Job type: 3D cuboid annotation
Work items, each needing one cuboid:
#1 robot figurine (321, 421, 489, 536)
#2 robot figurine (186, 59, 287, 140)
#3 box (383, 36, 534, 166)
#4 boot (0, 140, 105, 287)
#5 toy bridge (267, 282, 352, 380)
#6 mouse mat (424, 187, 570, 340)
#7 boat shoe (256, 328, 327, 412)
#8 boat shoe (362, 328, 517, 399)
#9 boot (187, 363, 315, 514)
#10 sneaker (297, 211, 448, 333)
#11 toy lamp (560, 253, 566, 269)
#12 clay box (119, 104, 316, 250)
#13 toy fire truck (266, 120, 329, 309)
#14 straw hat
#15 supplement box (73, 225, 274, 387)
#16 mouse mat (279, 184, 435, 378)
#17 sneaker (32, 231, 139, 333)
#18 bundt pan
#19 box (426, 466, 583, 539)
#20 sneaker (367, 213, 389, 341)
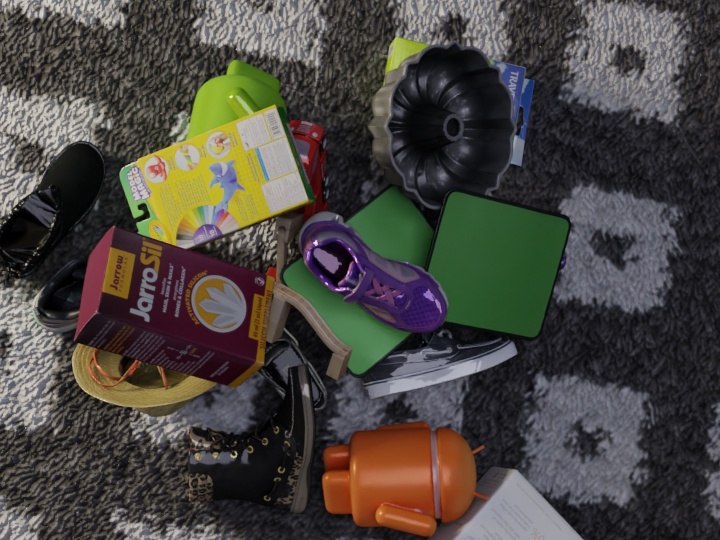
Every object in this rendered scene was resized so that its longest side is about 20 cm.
[{"bbox_3d":[0.054,0.249,1.658,0.197,0.144,0.119,-3,92,2],"label":"robot figurine"},{"bbox_3d":[-0.151,-0.150,1.654,0.115,0.175,0.202,23,58,-25],"label":"robot figurine"},{"bbox_3d":[0.125,-0.213,1.760,0.197,0.048,0.124,12,83,-8],"label":"box"},{"bbox_3d":[-0.362,-0.073,1.602,0.073,0.162,0.199,35,80,-6],"label":"boot"},{"bbox_3d":[-0.097,0.051,1.621,0.198,0.027,0.068,29,121,16],"label":"toy bridge"},{"bbox_3d":[0.162,-0.005,1.677,0.198,0.008,0.163,12,97,-31],"label":"mouse mat"},{"bbox_3d":[-0.110,0.093,1.681,0.071,0.064,0.200,-45,93,-10],"label":"boat shoe"},{"bbox_3d":[0.095,0.104,1.717,0.197,0.072,0.069,-14,88,-4],"label":"boat shoe"},{"bbox_3d":[-0.129,0.201,1.634,0.148,0.074,0.202,2,122,-5],"label":"boot"},{"bbox_3d":[0.010,0.012,1.587,0.199,0.089,0.081,33,103,-1],"label":"sneaker"},{"bbox_3d":[0.163,0.006,1.743,0.197,0.058,0.059,-16,87,-8],"label":"toy lamp"},{"bbox_3d":[-0.162,-0.096,1.554,0.198,0.048,0.116,-20,90,10],"label":"clay box"},{"bbox_3d":[-0.080,-0.064,1.659,0.048,0.201,0.142,13,53,10],"label":"toy fire truck"},{"bbox_3d":[-0.237,0.124,1.640,0.198,0.202,0.086,-11,129,-11],"label":"straw hat"},{"bbox_3d":[-0.204,0.042,1.528,0.198,0.086,0.112,18,59,-22],"label":"supplement box"},{"bbox_3d":[0.020,0.010,1.655,0.199,0.008,0.162,-38,91,-18],"label":"mouse mat"},{"bbox_3d":[-0.293,0.009,1.617,0.199,0.140,0.078,-34,91,-11],"label":"sneaker"},{"bbox_3d":[0.090,-0.172,1.663,0.200,0.075,0.205,-4,97,-36],"label":"bundt pan"},{"bbox_3d":[0.160,0.364,1.681,0.152,0.106,0.200,46,79,-4],"label":"box"},{"bbox_3d":[0.000,0.000,1.709,0.087,0.077,0.203,0,69,19],"label":"sneaker"}]
